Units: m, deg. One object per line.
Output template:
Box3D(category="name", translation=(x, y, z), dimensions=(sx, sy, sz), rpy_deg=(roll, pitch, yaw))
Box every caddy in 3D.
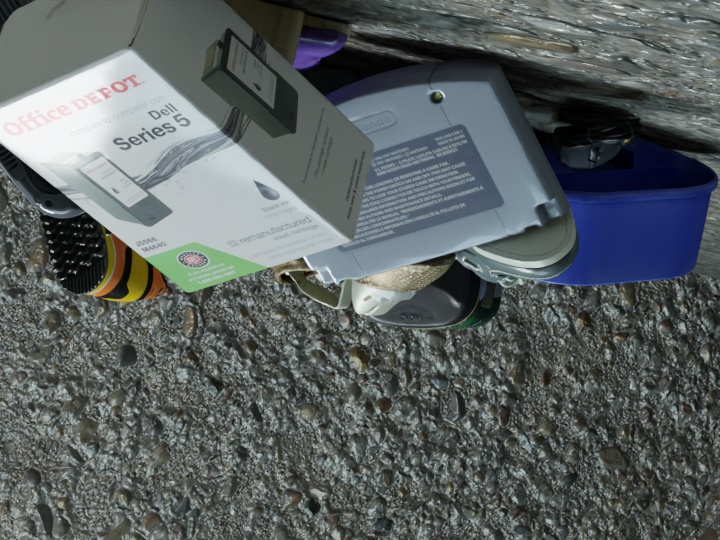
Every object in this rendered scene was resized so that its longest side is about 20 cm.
Box3D(category="caddy", translation=(0.186, -0.060, 1.342), dimensions=(0.200, 0.105, 0.141), rpy_deg=(-4, -158, -26))

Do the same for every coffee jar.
Box3D(category="coffee jar", translation=(0.059, 0.007, 1.421), dimensions=(0.104, 0.086, 0.200), rpy_deg=(2, 178, 12))

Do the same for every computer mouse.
Box3D(category="computer mouse", translation=(0.170, -0.089, 1.199), dimensions=(0.058, 0.034, 0.200), rpy_deg=(-6, -176, 3))

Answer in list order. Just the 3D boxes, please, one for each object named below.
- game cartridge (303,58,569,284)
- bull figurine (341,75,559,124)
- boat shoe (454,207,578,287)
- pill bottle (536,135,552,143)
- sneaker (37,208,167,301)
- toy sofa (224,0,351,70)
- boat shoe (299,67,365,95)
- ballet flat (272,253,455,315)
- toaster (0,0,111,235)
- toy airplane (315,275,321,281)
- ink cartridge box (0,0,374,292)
Box3D(category="game cartridge", translation=(0.028, -0.069, 1.157), dimensions=(0.200, 0.133, 0.042), rpy_deg=(-16, -158, 31))
Box3D(category="bull figurine", translation=(0.070, -0.108, 1.255), dimensions=(0.200, 0.065, 0.121), rpy_deg=(20, -169, 40))
Box3D(category="boat shoe", translation=(0.106, -0.024, 1.216), dimensions=(0.062, 0.073, 0.200), rpy_deg=(60, 168, -24))
Box3D(category="pill bottle", translation=(0.099, -0.080, 1.537), dimensions=(0.200, 0.113, 0.113), rpy_deg=(13, 180, -5))
Box3D(category="sneaker", translation=(-0.201, -0.063, 1.314), dimensions=(0.070, 0.200, 0.090), rpy_deg=(-32, 149, 30))
Box3D(category="toy sofa", translation=(-0.072, -0.134, 1.176), dimensions=(0.097, 0.083, 0.200), rpy_deg=(14, 180, -9))
Box3D(category="boat shoe", translation=(-0.078, -0.140, 1.399), dimensions=(0.200, 0.074, 0.067), rpy_deg=(13, 178, 16))
Box3D(category="ballet flat", translation=(0.000, 0.000, 1.294), dimensions=(0.070, 0.065, 0.200), rpy_deg=(-3, -169, -36))
Box3D(category="toaster", translation=(-0.201, -0.119, 1.182), dimensions=(0.200, 0.114, 0.129), rpy_deg=(57, -173, -3))
Box3D(category="toy airplane", translation=(-0.099, -0.090, 1.620), dimensions=(0.200, 0.141, 0.199), rpy_deg=(59, -177, 17))
Box3D(category="ink cartridge box", translation=(-0.112, -0.085, 1.025), dimensions=(0.145, 0.084, 0.200), rpy_deg=(-17, 137, 37))
